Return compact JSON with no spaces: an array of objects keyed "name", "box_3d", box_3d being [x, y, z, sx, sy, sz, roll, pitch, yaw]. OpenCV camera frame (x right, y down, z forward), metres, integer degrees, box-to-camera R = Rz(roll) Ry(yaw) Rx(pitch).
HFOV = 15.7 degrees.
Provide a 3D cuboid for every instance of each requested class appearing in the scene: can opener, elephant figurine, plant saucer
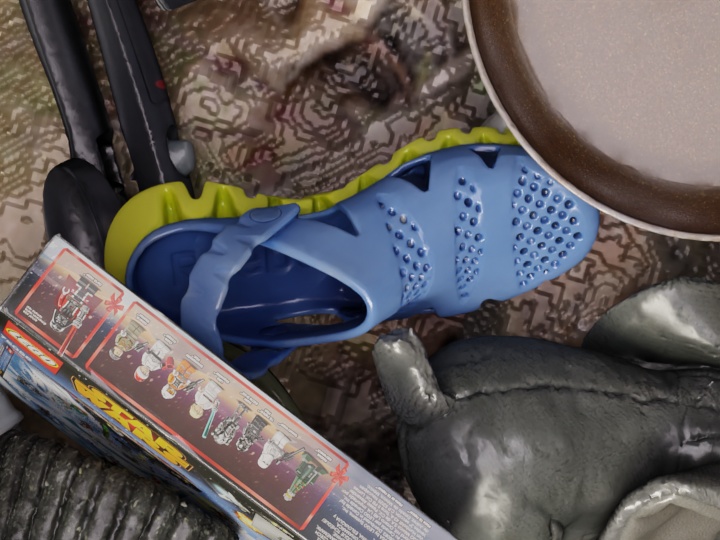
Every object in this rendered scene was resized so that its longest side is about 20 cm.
[{"name":"can opener","box_3d":[-0.106,-0.069,1.108,0.063,0.079,0.201,-11,83,5]},{"name":"elephant figurine","box_3d":[0.123,0.072,1.070,0.199,0.155,0.142,-10,93,10]},{"name":"plant saucer","box_3d":[0.137,-0.112,0.993,0.200,0.032,0.201,0,94,-2]}]

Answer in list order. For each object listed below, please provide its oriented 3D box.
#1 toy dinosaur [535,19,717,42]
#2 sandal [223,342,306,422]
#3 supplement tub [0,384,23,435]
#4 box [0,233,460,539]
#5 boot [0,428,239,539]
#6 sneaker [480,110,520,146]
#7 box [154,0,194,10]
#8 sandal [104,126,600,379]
[{"name":"toy dinosaur","box_3d":[0.104,-0.125,1.044,0.199,0.047,0.088,-10,59,15]},{"name":"sandal","box_3d":[-0.042,0.104,1.120,0.080,0.057,0.201,-41,92,5]},{"name":"supplement tub","box_3d":[-0.156,0.162,1.088,0.144,0.145,0.200,-29,93,5]},{"name":"box","box_3d":[-0.057,0.072,1.021,0.200,0.137,0.040,38,75,-4]},{"name":"boot","box_3d":[-0.079,0.170,0.996,0.211,0.079,0.158,33,68,-16]},{"name":"sneaker","box_3d":[0.136,-0.068,1.087,0.200,0.076,0.105,-40,93,5]},{"name":"box","box_3d":[-0.033,-0.241,1.039,0.200,0.117,0.197,-23,78,4]},{"name":"sandal","box_3d":[0.000,0.000,1.036,0.199,0.087,0.080,-13,117,-2]}]
